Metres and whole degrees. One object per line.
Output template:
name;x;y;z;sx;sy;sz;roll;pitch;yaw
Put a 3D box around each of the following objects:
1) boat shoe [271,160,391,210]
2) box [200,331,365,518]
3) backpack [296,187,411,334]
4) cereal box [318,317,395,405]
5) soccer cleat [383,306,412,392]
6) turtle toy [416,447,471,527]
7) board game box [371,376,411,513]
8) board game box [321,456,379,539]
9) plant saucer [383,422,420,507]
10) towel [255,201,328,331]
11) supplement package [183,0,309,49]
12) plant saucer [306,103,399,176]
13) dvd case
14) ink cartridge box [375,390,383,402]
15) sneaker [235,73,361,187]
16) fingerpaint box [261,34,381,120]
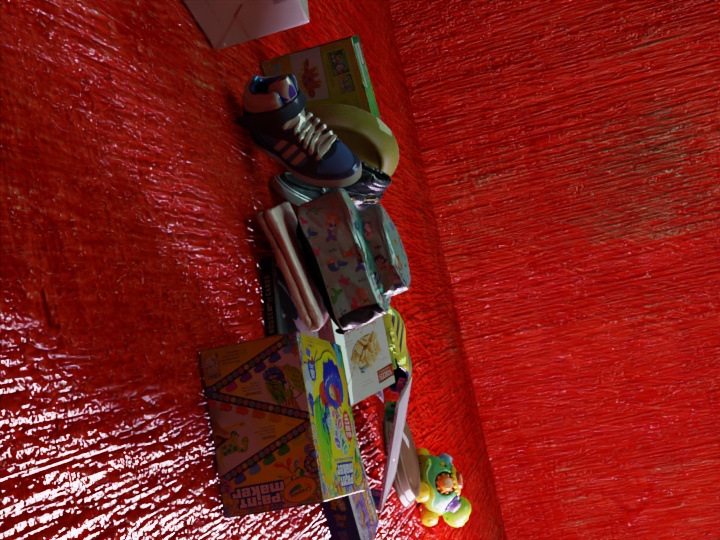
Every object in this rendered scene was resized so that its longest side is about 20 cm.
boat shoe;-0.046;-0.145;1.693;0.200;0.091;0.071;13;30;-37
box;-0.089;0.186;1.252;0.200;0.122;0.193;30;49;-75
backpack;-0.013;-0.026;1.564;0.200;0.150;0.178;62;7;-3
cereal box;-0.010;0.116;1.767;0.144;0.039;0.200;-21;100;-53
soccer cleat;0.055;0.144;1.950;0.084;0.065;0.200;-76;154;-50
turtle toy;0.178;0.482;2.273;0.146;0.101;0.200;-85;159;-57
board game box;0.055;0.308;1.877;0.200;0.026;0.200;-40;139;-77
board game box;-0.026;0.328;1.592;0.134;0.045;0.200;-57;133;-74
plant saucer;0.088;0.383;2.132;0.200;0.029;0.201;-14;90;-78
towel;-0.095;-0.008;1.565;0.200;0.032;0.191;-54;121;-82
supplement package;-0.172;-0.455;1.479;0.152;0.150;0.200;57;23;-59
plant saucer;-0.036;-0.192;1.744;0.200;0.200;0.031;66;25;-44
dvd case;-0.100;0.086;1.553;0.200;0.025;0.151;56;24;-62
ink cartridge box;-0.006;0.127;1.925;0.196;0.043;0.200;56;27;-62
sneaker;-0.090;-0.214;1.526;0.081;0.200;0.147;-51;158;-28
fingerpaint box;-0.061;-0.287;1.799;0.073;0.166;0.200;-62;137;-70
